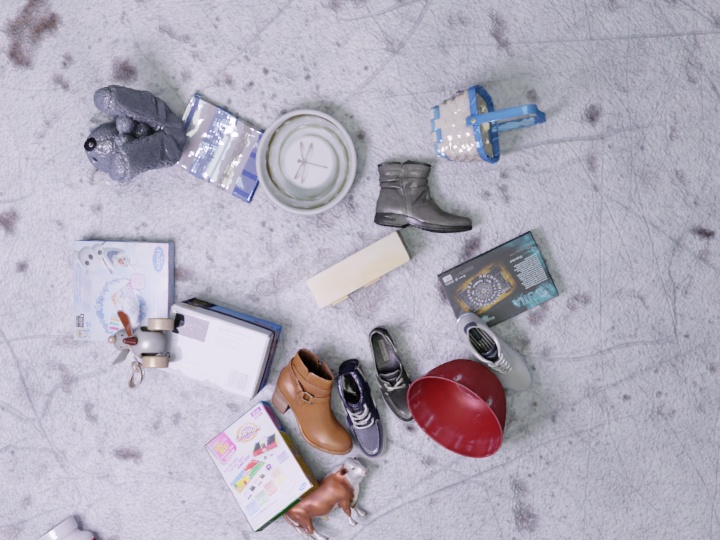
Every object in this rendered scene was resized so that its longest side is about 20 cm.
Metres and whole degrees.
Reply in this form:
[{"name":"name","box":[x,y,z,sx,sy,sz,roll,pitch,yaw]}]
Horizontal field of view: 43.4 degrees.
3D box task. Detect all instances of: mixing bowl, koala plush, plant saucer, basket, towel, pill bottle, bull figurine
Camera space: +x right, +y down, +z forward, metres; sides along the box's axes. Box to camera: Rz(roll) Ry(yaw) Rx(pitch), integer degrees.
[{"name":"mixing bowl","box":[0.197,0.241,1.697,0.198,0.109,0.202,23,139,22]},{"name":"koala plush","box":[-0.457,-0.244,1.743,0.198,0.183,0.180,-15,87,39]},{"name":"plant saucer","box":[-0.102,-0.209,1.750,0.197,0.050,0.204,1,94,7]},{"name":"basket","box":[0.232,-0.267,1.647,0.197,0.176,0.142,-5,90,18]},{"name":"towel","box":[-0.275,-0.241,1.780,0.198,0.024,0.148,28,97,3]},{"name":"pill bottle","box":[-0.566,0.603,1.824,0.112,0.112,0.201,-33,90,7]},{"name":"bull figurine","box":[-0.057,0.454,1.781,0.198,0.065,0.123,-28,89,8]}]

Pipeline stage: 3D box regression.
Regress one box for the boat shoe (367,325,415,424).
[{"name":"boat shoe","box":[0.060,0.208,1.753,0.070,0.064,0.202,-23,91,7]}]

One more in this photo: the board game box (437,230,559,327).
[{"name":"board game box","box":[0.264,0.028,1.736,0.198,0.028,0.137,-25,93,7]}]

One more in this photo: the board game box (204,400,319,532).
[{"name":"board game box","box":[-0.195,0.383,1.774,0.152,0.040,0.201,-37,71,8]}]

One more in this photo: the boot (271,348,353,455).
[{"name":"boot","box":[-0.074,0.251,1.737,0.200,0.076,0.156,42,131,13]}]

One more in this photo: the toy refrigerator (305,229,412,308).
[{"name":"toy refrigerator","box":[0.000,0.000,1.740,0.198,0.076,0.071,-28,91,7]}]

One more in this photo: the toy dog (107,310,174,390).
[{"name":"toy dog","box":[-0.429,0.137,1.690,0.199,0.095,0.134,-31,59,42]}]

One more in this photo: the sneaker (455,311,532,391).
[{"name":"sneaker","box":[0.253,0.166,1.711,0.200,0.071,0.073,43,102,-14]}]

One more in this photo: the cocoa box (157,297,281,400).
[{"name":"cocoa box","box":[-0.270,0.148,1.751,0.197,0.131,0.135,17,96,5]}]

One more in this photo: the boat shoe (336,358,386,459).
[{"name":"boat shoe","box":[-0.003,0.277,1.750,0.074,0.093,0.203,-19,91,7]}]

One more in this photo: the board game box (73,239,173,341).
[{"name":"board game box","box":[-0.473,0.042,1.810,0.196,0.043,0.204,2,94,7]}]

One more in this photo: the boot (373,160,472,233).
[{"name":"boot","box":[0.123,-0.143,1.725,0.197,0.068,0.133,8,89,4]}]
